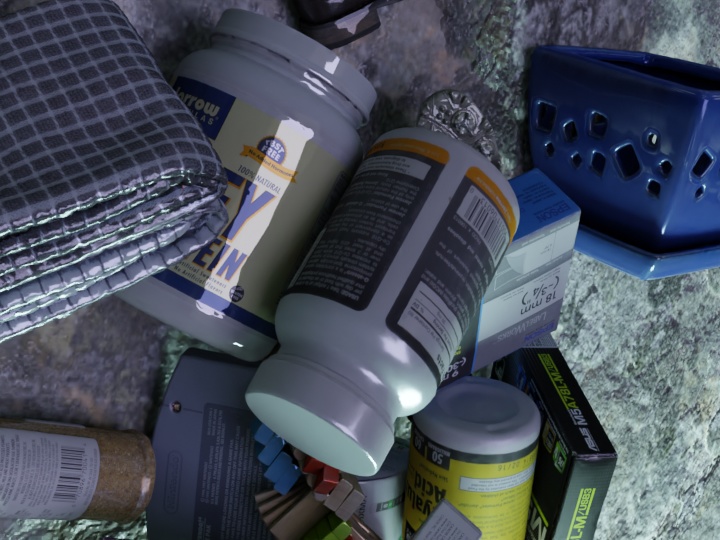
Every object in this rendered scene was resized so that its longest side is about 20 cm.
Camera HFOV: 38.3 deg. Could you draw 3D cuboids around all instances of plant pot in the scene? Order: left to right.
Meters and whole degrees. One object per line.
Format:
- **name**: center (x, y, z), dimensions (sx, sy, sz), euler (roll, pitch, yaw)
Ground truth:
- **plant pot**: center (0.274, -0.103, 0.981), dimensions (0.198, 0.199, 0.183), euler (-8, 116, -40)

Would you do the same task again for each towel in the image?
- **towel**: center (-0.193, -0.062, 0.582), dimensions (0.198, 0.166, 0.086), euler (-24, 151, -23)

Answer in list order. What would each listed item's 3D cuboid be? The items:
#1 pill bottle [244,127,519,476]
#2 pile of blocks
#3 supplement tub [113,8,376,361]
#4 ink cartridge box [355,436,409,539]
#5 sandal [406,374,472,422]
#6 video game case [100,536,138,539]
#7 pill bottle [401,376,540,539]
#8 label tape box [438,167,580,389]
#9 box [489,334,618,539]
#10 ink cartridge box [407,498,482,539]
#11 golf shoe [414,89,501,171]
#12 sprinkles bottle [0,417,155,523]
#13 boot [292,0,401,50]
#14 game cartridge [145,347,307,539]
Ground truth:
- **pill bottle**: center (0.015, 0.018, 0.661), dimensions (0.117, 0.115, 0.202), euler (51, 60, -40)
- **pile of blocks**: center (-0.036, 0.151, 0.725), dimensions (0.081, 0.062, 0.203), euler (-18, 106, -7)
- **supplement tub**: center (-0.085, -0.057, 0.707), dimensions (0.144, 0.144, 0.203), euler (30, 84, -43)
- **ink cartridge box**: center (-0.003, 0.252, 0.903), dimensions (0.199, 0.049, 0.164), euler (-23, 123, -66)
- **sandal**: center (0.038, 0.086, 0.940), dimensions (0.200, 0.048, 0.076), euler (43, 77, -29)
- **video game case**: center (-0.127, 0.267, 0.745), dimensions (0.178, 0.036, 0.201), euler (16, 132, -22)
- **pill bottle**: center (0.092, 0.205, 0.903), dimensions (0.110, 0.111, 0.204), euler (-14, 117, -37)
- **label tape box**: center (0.095, 0.033, 0.844), dimensions (0.142, 0.063, 0.202), euler (-24, 139, -22)
- **box**: center (0.160, 0.176, 0.948), dimensions (0.047, 0.201, 0.196), euler (2, 122, -13)
- **ink cartridge box**: center (0.000, 0.284, 0.790), dimensions (0.200, 0.045, 0.177), euler (-46, 169, -30)
- **golf shoe**: center (0.080, -0.076, 0.891), dimensions (0.077, 0.098, 0.202), euler (-18, 128, 0)
- **sprinkles bottle**: center (-0.235, 0.132, 0.691), dimensions (0.198, 0.068, 0.069), euler (16, 94, -44)
- **boot**: center (-0.001, -0.277, 0.757), dimensions (0.199, 0.069, 0.176), euler (-39, 127, -23)
- **game cartridge**: center (-0.097, 0.164, 0.789), dimensions (0.040, 0.131, 0.204), euler (-56, 155, -77)
